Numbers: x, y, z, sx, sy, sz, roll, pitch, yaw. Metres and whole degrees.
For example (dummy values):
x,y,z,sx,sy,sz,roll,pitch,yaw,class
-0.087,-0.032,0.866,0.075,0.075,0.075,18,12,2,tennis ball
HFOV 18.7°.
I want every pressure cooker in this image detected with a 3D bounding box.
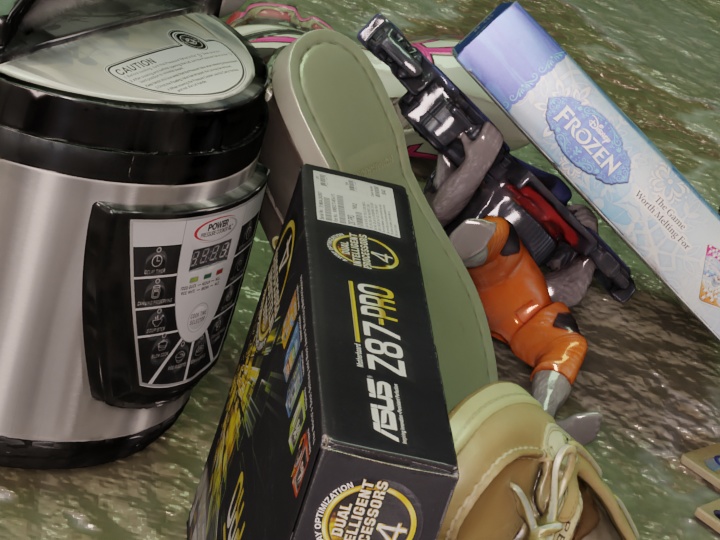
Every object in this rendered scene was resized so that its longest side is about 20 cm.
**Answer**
x,y,z,sx,sy,sz,roll,pitch,yaw,class
-0.130,-0.043,0.873,0.177,0.201,0.176,10,23,-18,pressure cooker

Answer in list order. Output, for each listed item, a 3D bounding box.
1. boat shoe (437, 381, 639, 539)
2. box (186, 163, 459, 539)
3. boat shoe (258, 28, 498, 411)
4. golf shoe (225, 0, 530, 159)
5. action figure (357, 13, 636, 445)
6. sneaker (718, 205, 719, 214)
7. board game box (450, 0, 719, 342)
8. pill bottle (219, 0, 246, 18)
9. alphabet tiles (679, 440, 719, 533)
x,y,z,sx,sy,sz,roll,pitch,yaw,class
0.067,0.093,0.812,0.063,0.074,0.200,38,4,24,boat shoe
-0.018,0.077,0.744,0.049,0.162,0.200,12,26,-10,box
0.000,0.000,0.946,0.071,0.203,0.060,-19,-1,-44,boat shoe
0.007,-0.094,1.240,0.198,0.073,0.092,10,30,5,golf shoe
0.045,-0.018,1.057,0.200,0.104,0.194,45,13,-16,action figure
0.268,-0.041,1.299,0.080,0.075,0.200,27,25,19,sneaker
0.127,-0.050,1.092,0.199,0.043,0.200,47,6,-4,board game box
-0.153,-0.179,1.251,0.111,0.112,0.199,33,28,31,pill bottle
0.250,0.119,1.031,0.166,0.006,0.199,35,29,33,alphabet tiles
